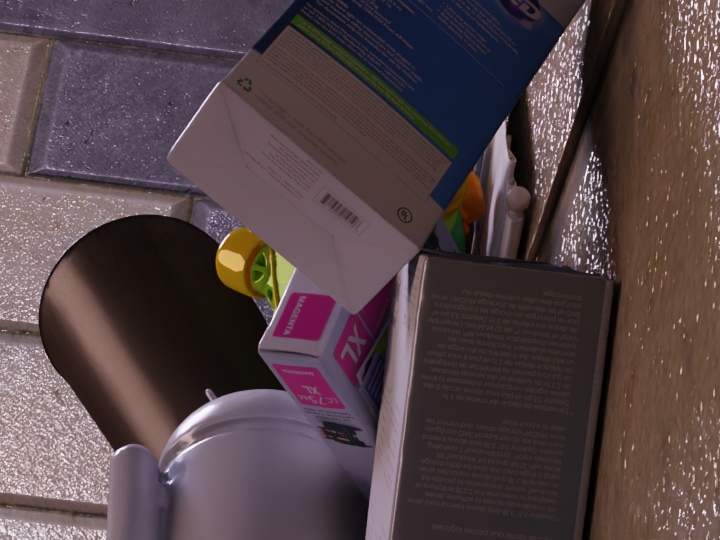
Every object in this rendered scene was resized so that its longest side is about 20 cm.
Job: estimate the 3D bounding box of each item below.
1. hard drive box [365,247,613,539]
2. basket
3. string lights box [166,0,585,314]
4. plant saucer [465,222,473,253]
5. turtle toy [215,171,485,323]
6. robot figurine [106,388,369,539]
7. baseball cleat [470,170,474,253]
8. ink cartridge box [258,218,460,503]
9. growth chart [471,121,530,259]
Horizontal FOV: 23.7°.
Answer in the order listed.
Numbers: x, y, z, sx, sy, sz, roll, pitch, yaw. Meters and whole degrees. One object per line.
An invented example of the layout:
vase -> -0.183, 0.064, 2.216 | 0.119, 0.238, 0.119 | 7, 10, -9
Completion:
hard drive box -> 0.045, 0.094, 0.719 | 0.156, 0.076, 0.202 | -118, 35, -86
basket -> -0.096, 0.087, 1.071 | 0.200, 0.136, 0.181 | 51, 175, 41
string lights box -> 0.014, -0.087, 0.742 | 0.059, 0.103, 0.200 | -46, 6, 46
plant saucer -> 0.012, -0.015, 1.084 | 0.200, 0.032, 0.202 | -32, 50, 47
turtle toy -> 0.000, 0.000, 0.971 | 0.101, 0.145, 0.202 | 11, -82, -50
robot figurine -> -0.051, 0.141, 0.860 | 0.113, 0.169, 0.201 | -47, 27, 34
baseball cleat -> 0.053, -0.022, 1.149 | 0.107, 0.069, 0.202 | -107, 13, -70
ink cartridge box -> 0.023, 0.048, 0.851 | 0.120, 0.042, 0.201 | -67, -32, -29
growth chart -> 0.078, -0.039, 1.007 | 0.201, 0.018, 0.146 | -86, 3, -52
